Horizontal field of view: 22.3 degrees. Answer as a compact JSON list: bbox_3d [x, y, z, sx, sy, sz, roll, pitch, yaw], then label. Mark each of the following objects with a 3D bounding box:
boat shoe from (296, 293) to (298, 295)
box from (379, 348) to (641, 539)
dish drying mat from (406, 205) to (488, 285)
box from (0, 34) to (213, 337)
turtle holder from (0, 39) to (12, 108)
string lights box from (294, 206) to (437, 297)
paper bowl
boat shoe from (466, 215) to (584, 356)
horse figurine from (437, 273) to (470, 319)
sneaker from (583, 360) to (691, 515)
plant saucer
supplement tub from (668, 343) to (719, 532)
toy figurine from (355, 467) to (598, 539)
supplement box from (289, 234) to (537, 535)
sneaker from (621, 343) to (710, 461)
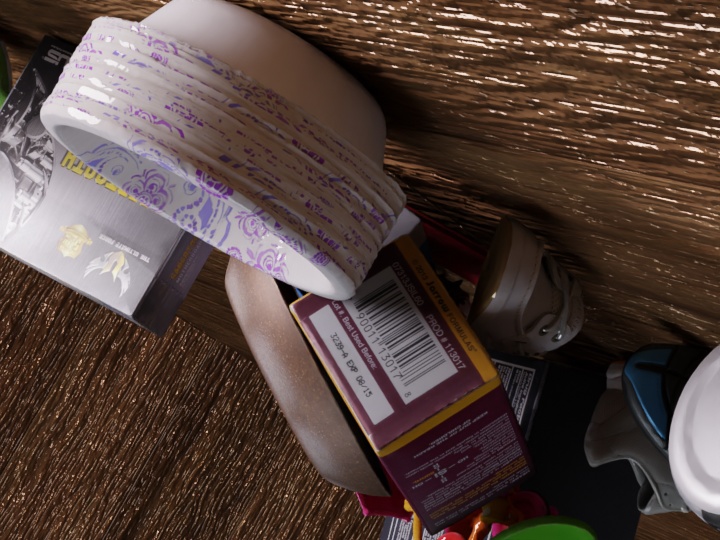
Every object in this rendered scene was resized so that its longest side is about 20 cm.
[{"bbox_3d":[0.012,0.054,1.652,0.072,0.072,0.200,22,170,45],"label":"boat shoe"},{"bbox_3d":[0.124,0.168,1.432,0.123,0.201,0.198,16,178,-22],"label":"box"},{"bbox_3d":[0.041,-0.026,1.252,0.199,0.018,0.077,28,171,5],"label":"dish drying mat"},{"bbox_3d":[-0.187,-0.064,1.316,0.200,0.159,0.048,26,171,29],"label":"box"},{"bbox_3d":[-0.330,-0.155,1.447,0.185,0.142,0.132,-10,-175,4],"label":"turtle holder"},{"bbox_3d":[0.000,0.000,1.213,0.103,0.059,0.200,39,167,23],"label":"string lights box"},{"bbox_3d":[-0.067,-0.075,1.006,0.200,0.105,0.201,30,172,4],"label":"paper bowl"},{"bbox_3d":[0.106,0.016,1.119,0.069,0.071,0.200,20,173,5],"label":"boat shoe"},{"bbox_3d":[0.052,0.036,1.382,0.133,0.050,0.200,61,176,-26],"label":"horse figurine"},{"bbox_3d":[0.248,0.149,1.328,0.200,0.092,0.076,30,173,-6],"label":"sneaker"},{"bbox_3d":[-0.040,0.063,1.176,0.201,0.037,0.200,63,180,1],"label":"plant saucer"},{"bbox_3d":[0.265,0.116,0.949,0.200,0.123,0.122,35,171,-31],"label":"supplement tub"},{"bbox_3d":[0.060,0.159,1.288,0.150,0.200,0.185,31,-148,-37],"label":"toy figurine"},{"bbox_3d":[0.037,0.076,1.131,0.111,0.085,0.200,58,178,25],"label":"supplement box"},{"bbox_3d":[0.226,0.105,1.199,0.200,0.073,0.082,35,169,-35],"label":"sneaker"}]
